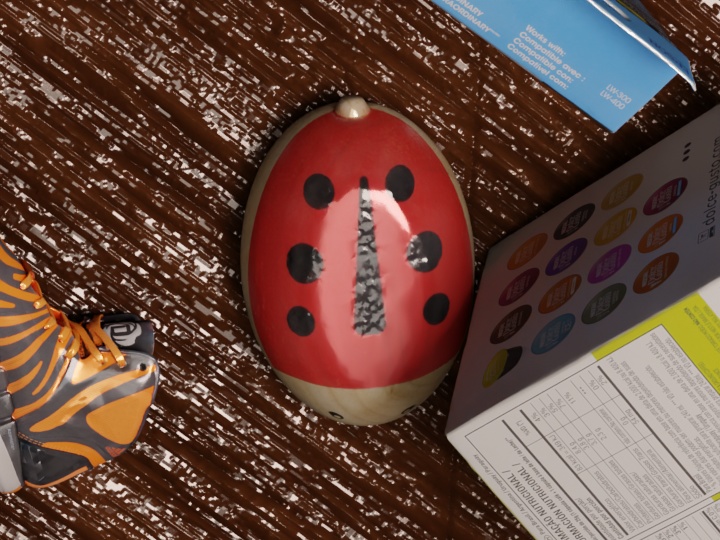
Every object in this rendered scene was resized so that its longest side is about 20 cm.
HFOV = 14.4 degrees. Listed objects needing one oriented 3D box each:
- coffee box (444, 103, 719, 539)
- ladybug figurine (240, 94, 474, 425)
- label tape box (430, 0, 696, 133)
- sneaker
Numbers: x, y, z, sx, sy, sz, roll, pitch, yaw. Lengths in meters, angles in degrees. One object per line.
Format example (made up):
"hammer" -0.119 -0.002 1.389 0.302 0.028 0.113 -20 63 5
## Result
"coffee box" 0.191 0.062 1.574 0.198 0.200 0.200 -32 111 27
"ladybug figurine" 0.000 0.000 1.625 0.136 0.072 0.200 -8 109 -3
"label tape box" 0.092 -0.144 1.519 0.143 0.200 0.066 35 104 -16
"sneaker" -0.178 0.026 1.620 0.112 0.078 0.200 -15 120 -6
